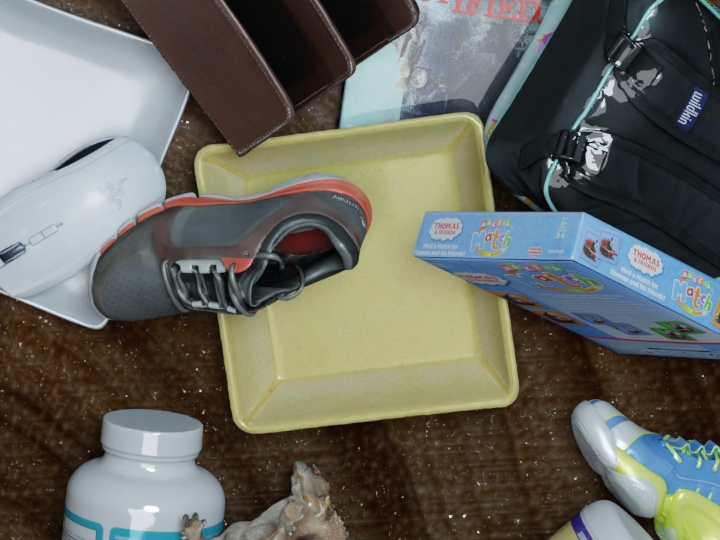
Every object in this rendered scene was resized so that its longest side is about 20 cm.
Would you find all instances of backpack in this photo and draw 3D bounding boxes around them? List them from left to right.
[{"bbox_3d":[0.193,-0.093,1.624,0.199,0.153,0.177,26,95,-29],"label":"backpack"}]

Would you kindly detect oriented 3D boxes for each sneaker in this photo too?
[{"bbox_3d":[-0.089,-0.005,1.630,0.199,0.082,0.077,-19,121,11],"label":"sneaker"},{"bbox_3d":[0.236,0.142,1.718,0.105,0.076,0.200,-43,104,-5],"label":"sneaker"}]

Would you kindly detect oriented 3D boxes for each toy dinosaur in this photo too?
[{"bbox_3d":[-0.067,0.219,1.663,0.086,0.136,0.201,23,78,35],"label":"toy dinosaur"}]

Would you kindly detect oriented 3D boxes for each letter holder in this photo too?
[{"bbox_3d":[-0.075,-0.199,1.609,0.101,0.142,0.200,-42,98,-34],"label":"letter holder"}]

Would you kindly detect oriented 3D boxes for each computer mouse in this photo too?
[{"bbox_3d":[-0.223,-0.022,1.672,0.199,0.044,0.110,-33,97,6],"label":"computer mouse"}]

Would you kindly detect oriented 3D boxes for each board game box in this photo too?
[{"bbox_3d":[0.156,0.011,1.609,0.199,0.151,0.037,24,77,-37],"label":"board game box"}]

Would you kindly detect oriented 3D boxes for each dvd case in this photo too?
[{"bbox_3d":[0.067,-0.180,1.687,0.145,0.022,0.201,9,98,-1],"label":"dvd case"}]

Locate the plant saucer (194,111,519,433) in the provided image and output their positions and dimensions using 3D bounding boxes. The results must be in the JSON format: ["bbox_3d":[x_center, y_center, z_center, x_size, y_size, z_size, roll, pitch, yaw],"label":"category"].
[{"bbox_3d":[0.000,0.000,1.694,0.199,0.048,0.201,-7,99,9],"label":"plant saucer"}]

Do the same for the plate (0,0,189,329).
[{"bbox_3d":[-0.234,-0.086,1.700,0.199,0.032,0.201,20,100,-3],"label":"plate"}]

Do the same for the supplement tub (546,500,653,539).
[{"bbox_3d":[0.136,0.269,1.695,0.200,0.145,0.146,-41,97,6],"label":"supplement tub"}]

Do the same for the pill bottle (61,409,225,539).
[{"bbox_3d":[-0.151,0.200,1.705,0.110,0.111,0.201,7,99,0],"label":"pill bottle"}]
